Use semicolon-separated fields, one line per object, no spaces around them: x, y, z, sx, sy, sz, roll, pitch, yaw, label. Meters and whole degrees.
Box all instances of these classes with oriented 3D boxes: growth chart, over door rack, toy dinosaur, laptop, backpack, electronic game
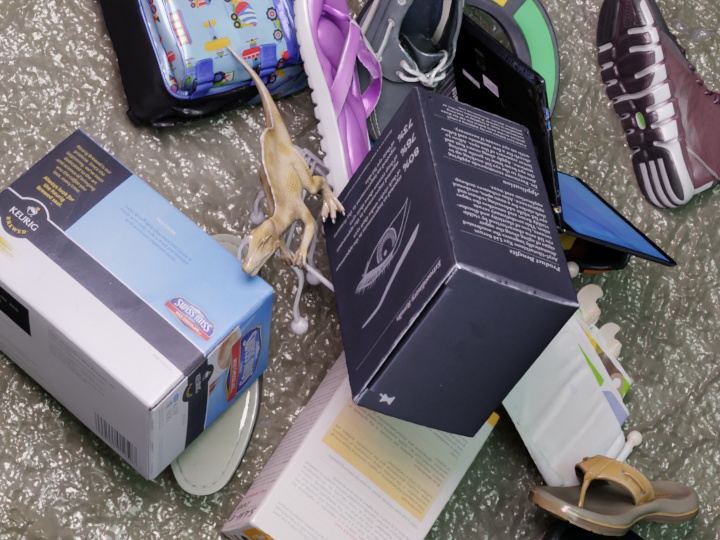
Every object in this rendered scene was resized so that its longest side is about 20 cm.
0.173;0.105;1.652;0.145;0.018;0.200;-41;122;-27;growth chart
0.000;0.000;1.571;0.200;0.067;0.148;29;35;-10;over door rack
-0.055;-0.071;1.453;0.058;0.101;0.200;-14;52;13;toy dinosaur
0.157;-0.107;1.582;0.103;0.177;0.200;-20;122;-14;laptop
-0.096;-0.218;1.576;0.200;0.134;0.183;-14;86;-28;backpack
0.076;-0.159;1.658;0.199;0.042;0.201;-6;103;-24;electronic game

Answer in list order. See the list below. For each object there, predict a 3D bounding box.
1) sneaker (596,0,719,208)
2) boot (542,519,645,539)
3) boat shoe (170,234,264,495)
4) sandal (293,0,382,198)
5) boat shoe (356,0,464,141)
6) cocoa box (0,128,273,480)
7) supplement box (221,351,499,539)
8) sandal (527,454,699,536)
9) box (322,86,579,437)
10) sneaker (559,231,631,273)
0.282;-0.162;1.769;0.115;0.076;0.201;-17;97;-30;sneaker
0.263;0.259;1.619;0.211;0.158;0.080;29;74;-18;boot
-0.105;0.076;1.549;0.072;0.061;0.202;3;76;12;boat shoe
-0.005;-0.143;1.535;0.082;0.050;0.203;-43;125;-64;sandal
0.039;-0.173;1.559;0.073;0.200;0.062;1;36;-18;boat shoe
-0.178;0.024;1.457;0.200;0.133;0.131;39;64;15;cocoa box
0.001;0.159;1.575;0.126;0.074;0.200;40;66;-11;supplement box
0.208;0.177;1.633;0.200;0.080;0.054;2;103;-46;sandal
0.059;-0.007;1.441;0.104;0.148;0.200;18;39;-25;box
0.136;-0.046;1.646;0.200;0.090;0.070;18;92;-29;sneaker
